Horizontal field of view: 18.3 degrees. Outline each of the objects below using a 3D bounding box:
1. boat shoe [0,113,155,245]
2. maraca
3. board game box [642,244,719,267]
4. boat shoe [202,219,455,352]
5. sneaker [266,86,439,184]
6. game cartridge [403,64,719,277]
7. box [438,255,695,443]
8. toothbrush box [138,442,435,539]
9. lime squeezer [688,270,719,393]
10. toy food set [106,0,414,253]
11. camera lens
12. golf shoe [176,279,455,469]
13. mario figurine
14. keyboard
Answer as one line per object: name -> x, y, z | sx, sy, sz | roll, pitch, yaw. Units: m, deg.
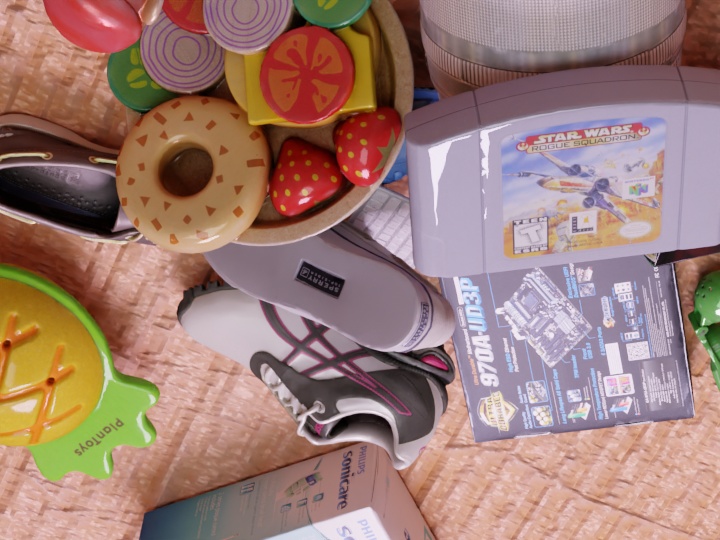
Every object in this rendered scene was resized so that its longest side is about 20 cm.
boat shoe -> -0.161, -0.048, 1.498 | 0.200, 0.060, 0.072 | 16, 124, -7
maraca -> -0.231, 0.072, 1.558 | 0.137, 0.107, 0.200 | -36, 115, 25
board game box -> 0.271, -0.064, 1.413 | 0.200, 0.023, 0.105 | -11, 130, -30
boat shoe -> -0.022, -0.003, 1.439 | 0.200, 0.070, 0.071 | 27, 97, 33
sneaker -> 0.023, -0.082, 1.441 | 0.200, 0.066, 0.079 | 6, 91, 4
game cartridge -> 0.126, -0.059, 1.301 | 0.200, 0.042, 0.133 | -7, 143, -1
box -> 0.139, 0.022, 1.533 | 0.159, 0.046, 0.200 | -8, 124, 10
toothbrush box -> -0.049, 0.228, 1.667 | 0.200, 0.085, 0.147 | -20, 120, 18
lime squeezer -> 0.258, 0.035, 1.548 | 0.071, 0.038, 0.200 | -11, 129, -26
toy food set -> -0.064, -0.114, 1.395 | 0.200, 0.049, 0.198 | -7, 82, 19
camera lens -> 0.112, -0.189, 1.319 | 0.160, 0.160, 0.200 | -2, 125, 6
golf shoe -> -0.037, 0.066, 1.536 | 0.200, 0.088, 0.077 | 18, 150, 3
mario figurine -> -0.120, -0.220, 1.369 | 0.106, 0.124, 0.200 | 21, 117, -42
keyboard -> 0.000, 0.000, 1.503 | 0.056, 0.011, 0.200 | 19, 148, -12
